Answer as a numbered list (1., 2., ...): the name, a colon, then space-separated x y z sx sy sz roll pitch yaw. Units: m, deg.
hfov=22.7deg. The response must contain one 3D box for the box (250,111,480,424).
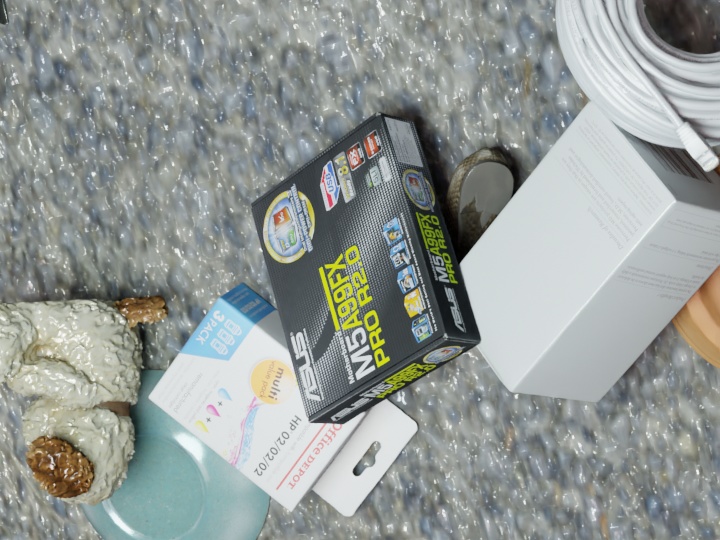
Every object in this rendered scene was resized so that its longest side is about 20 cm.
1. box: 0.000 0.000 1.425 0.160 0.044 0.201 -32 63 36

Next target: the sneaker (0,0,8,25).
1. sneaker: -0.332 -0.309 1.506 0.104 0.060 0.201 24 117 12

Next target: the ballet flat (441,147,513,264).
1. ballet flat: 0.077 -0.011 1.466 0.067 0.046 0.201 7 118 -16

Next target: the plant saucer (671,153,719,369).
1. plant saucer: 0.326 -0.001 1.385 0.199 0.037 0.201 6 108 17

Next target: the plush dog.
1. plush dog: -0.234 0.113 1.520 0.160 0.200 0.173 -5 85 7

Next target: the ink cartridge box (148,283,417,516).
1. ink cartridge box: -0.064 0.120 1.531 0.200 0.068 0.115 37 107 5

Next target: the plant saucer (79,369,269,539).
1. plant saucer: -0.180 0.191 1.614 0.200 0.039 0.202 5 107 17

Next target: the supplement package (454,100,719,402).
1. supplement package: 0.178 -0.010 1.367 0.200 0.117 0.117 -52 53 24

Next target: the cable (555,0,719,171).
1. cable: 0.241 -0.188 1.294 0.200 0.069 0.200 42 77 3
